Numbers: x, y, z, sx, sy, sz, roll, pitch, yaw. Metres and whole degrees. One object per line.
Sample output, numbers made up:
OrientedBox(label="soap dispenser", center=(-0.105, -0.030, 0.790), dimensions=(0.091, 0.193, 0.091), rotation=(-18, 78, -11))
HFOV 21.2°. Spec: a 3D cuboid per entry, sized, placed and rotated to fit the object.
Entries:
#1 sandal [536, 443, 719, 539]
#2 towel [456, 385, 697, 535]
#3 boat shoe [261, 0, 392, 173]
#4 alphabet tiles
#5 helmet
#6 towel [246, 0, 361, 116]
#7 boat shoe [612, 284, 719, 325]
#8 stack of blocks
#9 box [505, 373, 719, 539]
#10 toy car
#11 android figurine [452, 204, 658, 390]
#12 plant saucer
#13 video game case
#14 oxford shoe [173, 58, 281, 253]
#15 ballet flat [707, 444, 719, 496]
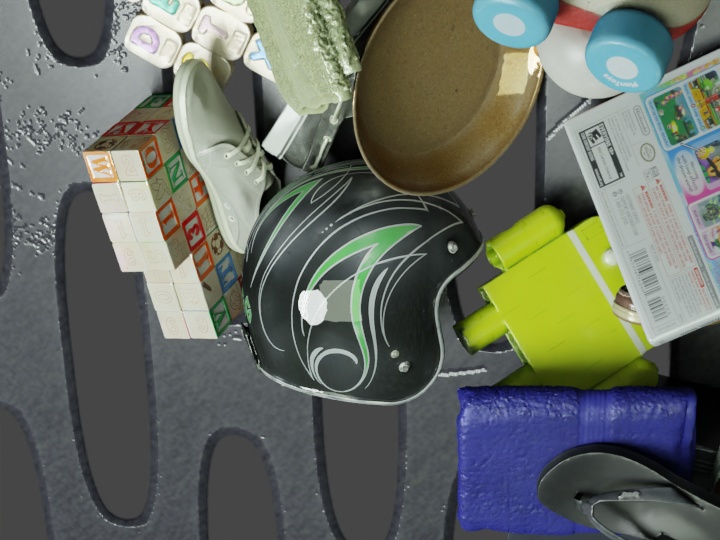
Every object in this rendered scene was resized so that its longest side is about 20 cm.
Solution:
OrientedBox(label="sandal", center=(0.239, 0.196, 1.557), dimensions=(0.199, 0.043, 0.076), rotation=(17, 120, 9))
OrientedBox(label="towel", center=(0.179, 0.154, 1.606), dimensions=(0.199, 0.050, 0.148), rotation=(0, 121, 2))
OrientedBox(label="boat shoe", center=(-0.012, -0.162, 1.610), dimensions=(0.063, 0.071, 0.200), rotation=(32, 130, -3))
OrientedBox(label="alphabet tiles", center=(-0.122, -0.245, 1.621), dimensions=(0.195, 0.015, 0.200), rotation=(30, 122, -2))
OrientedBox(label="helmet", center=(0.000, 0.000, 1.625), dimensions=(0.199, 0.200, 0.192), rotation=(11, 105, 9))
OrientedBox(label="towel", center=(-0.059, -0.220, 1.510), dimensions=(0.036, 0.148, 0.201), rotation=(-18, 92, -19))
OrientedBox(label="boat shoe", center=(0.299, -0.003, 1.581), dimensions=(0.199, 0.072, 0.072), rotation=(-10, 107, -11))
OrientedBox(label="stack of blocks", center=(-0.162, -0.040, 1.683), dimensions=(0.058, 0.115, 0.201), rotation=(0, 120, 28))
OrientedBox(label="box", center=(0.241, 0.191, 1.714), dimensions=(0.199, 0.104, 0.183), rotation=(15, 120, 7))
OrientedBox(label="toy car", center=(0.171, -0.203, 1.502), dimensions=(0.176, 0.185, 0.200), rotation=(21, 150, 3))
OrientedBox(label="android figurine", center=(0.184, 0.033, 1.625), dimensions=(0.199, 0.041, 0.183), rotation=(-30, 91, -5))
OrientedBox(label="plant saucer", center=(0.064, -0.160, 1.546), dimensions=(0.035, 0.199, 0.201), rotation=(34, 134, 44))
OrientedBox(label="video game case", center=(0.278, -0.066, 1.526), dimensions=(0.181, 0.024, 0.201), rotation=(-24, 72, 16))
OrientedBox(label="oxford shoe", center=(-0.108, -0.099, 1.658), dimensions=(0.057, 0.075, 0.201), rotation=(1, 131, 28))
OrientedBox(label="ballet flat", center=(0.317, 0.204, 1.600), dimensions=(0.072, 0.072, 0.201), rotation=(17, 121, 5))
